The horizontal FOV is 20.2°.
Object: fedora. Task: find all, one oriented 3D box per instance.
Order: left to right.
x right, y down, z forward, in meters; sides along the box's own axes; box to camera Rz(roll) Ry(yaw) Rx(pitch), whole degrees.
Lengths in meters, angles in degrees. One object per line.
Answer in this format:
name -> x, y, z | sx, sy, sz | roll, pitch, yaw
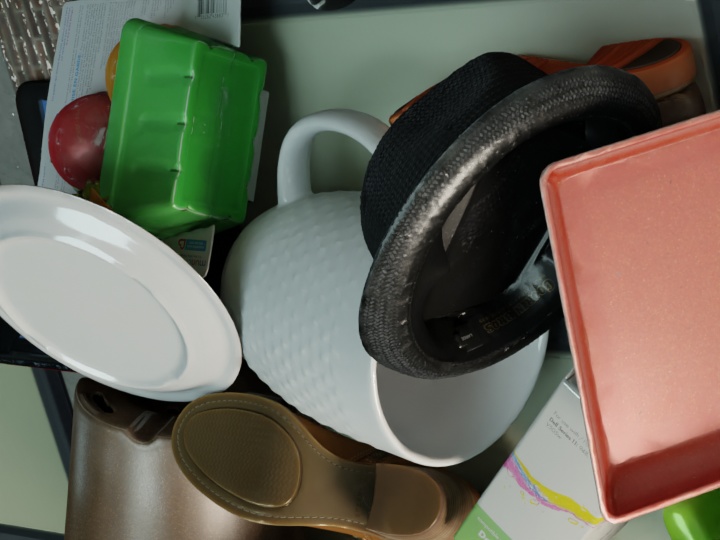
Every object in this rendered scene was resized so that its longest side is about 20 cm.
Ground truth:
fedora -> 0.062, -0.042, 1.063 | 0.092, 0.200, 0.201 | 48, 139, 35

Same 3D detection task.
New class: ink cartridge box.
ink cartridge box -> 0.146, 0.094, 1.160 | 0.067, 0.117, 0.200 | 43, 135, 15

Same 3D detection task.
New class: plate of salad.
plate of salad -> -0.160, 0.010, 1.254 | 0.199, 0.048, 0.200 | 19, 146, 13

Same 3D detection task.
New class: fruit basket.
fruit basket -> -0.145, -0.089, 1.313 | 0.200, 0.093, 0.186 | 1, 82, 53

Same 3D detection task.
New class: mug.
mug -> 0.000, 0.000, 1.217 | 0.175, 0.147, 0.201 | 18, 122, 45

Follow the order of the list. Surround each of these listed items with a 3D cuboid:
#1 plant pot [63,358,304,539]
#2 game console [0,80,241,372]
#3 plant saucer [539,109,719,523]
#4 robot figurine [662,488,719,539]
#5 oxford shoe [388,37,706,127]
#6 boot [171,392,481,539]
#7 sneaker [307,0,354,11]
plant pot -> -0.122, 0.168, 1.400 | 0.200, 0.200, 0.199 | 17, 116, 34
game console -> -0.185, -0.030, 1.386 | 0.199, 0.173, 0.119 | 3, 142, 41
plant saucer -> 0.192, 0.008, 1.044 | 0.037, 0.199, 0.201 | -137, 32, -65
robot figurine -> 0.250, 0.195, 1.129 | 0.175, 0.116, 0.200 | -30, 93, 35
oxford shoe -> 0.102, -0.079, 1.135 | 0.199, 0.071, 0.073 | -1, 117, 41
boot -> -0.012, 0.141, 1.295 | 0.199, 0.155, 0.074 | 19, 85, 22
sneaker -> -0.037, -0.253, 1.157 | 0.087, 0.075, 0.201 | 32, 130, 36
